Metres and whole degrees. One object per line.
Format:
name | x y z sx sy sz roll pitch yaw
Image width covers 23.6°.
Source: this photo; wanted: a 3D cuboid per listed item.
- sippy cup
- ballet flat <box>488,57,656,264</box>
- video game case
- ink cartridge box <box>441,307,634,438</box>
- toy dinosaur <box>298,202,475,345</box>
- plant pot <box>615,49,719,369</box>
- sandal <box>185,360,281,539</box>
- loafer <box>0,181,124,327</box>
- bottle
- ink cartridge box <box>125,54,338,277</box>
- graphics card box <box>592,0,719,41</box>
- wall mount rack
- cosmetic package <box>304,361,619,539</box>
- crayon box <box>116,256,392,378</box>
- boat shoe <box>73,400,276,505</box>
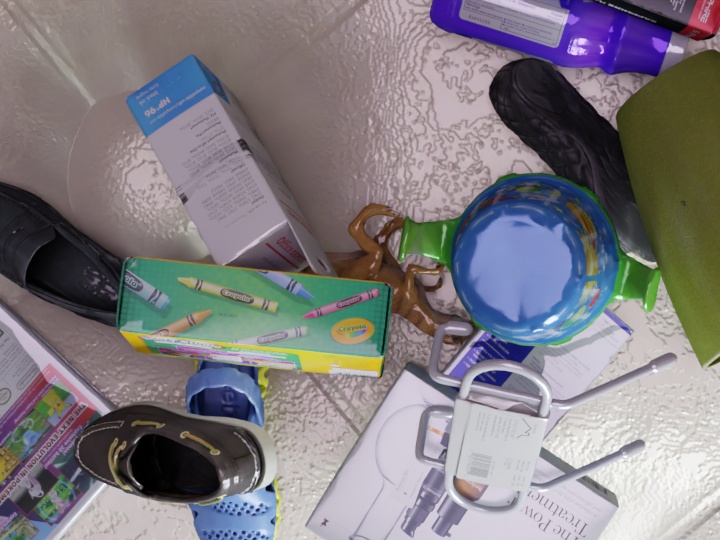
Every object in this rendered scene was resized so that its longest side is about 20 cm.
sippy cup | 0.125 -0.005 1.297 0.177 0.130 0.140 -24 89 12
ballet flat | 0.180 -0.088 1.379 0.066 0.057 0.200 -40 93 -21
video game case | -0.309 0.152 1.448 0.182 0.023 0.200 42 95 3
ink cartridge box | 0.120 0.092 1.391 0.099 0.039 0.200 41 97 3
toy dinosaur | 0.000 0.000 1.384 0.199 0.060 0.107 20 86 13
plant pot | 0.284 -0.059 1.309 0.187 0.187 0.200 -33 78 7
sandal | -0.109 0.148 1.395 0.079 0.087 0.201 -6 94 4
loafer | -0.263 -0.018 1.410 0.200 0.070 0.068 31 95 4
bottle | 0.157 -0.199 1.350 0.199 0.084 0.066 18 127 6
ink cartridge box | -0.095 -0.055 1.344 0.068 0.116 0.201 -32 73 6
graphics card box | 0.189 -0.264 1.290 0.199 0.051 0.126 19 91 -3
wall mount rack | 0.131 0.106 1.261 0.173 0.200 0.075 12 53 4
cosmetic package | 0.080 0.190 1.359 0.199 0.052 0.151 32 98 3
crayon box | -0.077 0.038 1.309 0.199 0.119 0.059 6 79 1
boat shoe | -0.159 0.144 1.349 0.200 0.060 0.072 -2 99 38
